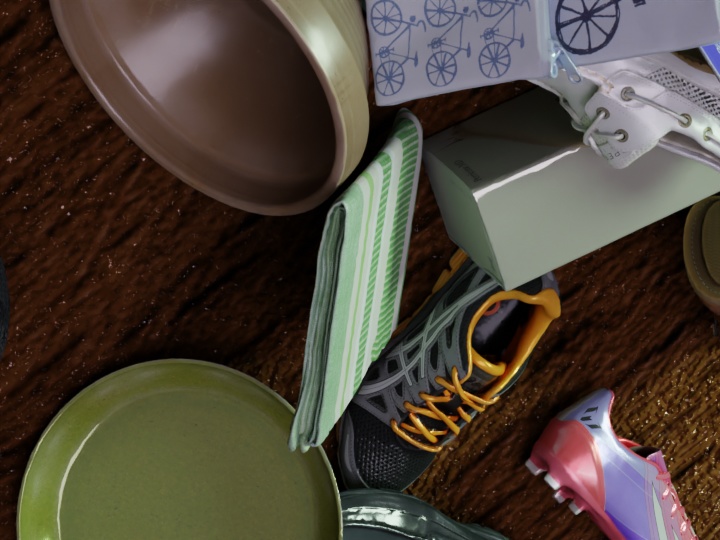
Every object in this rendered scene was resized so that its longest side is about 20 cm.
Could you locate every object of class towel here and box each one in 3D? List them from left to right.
[{"bbox_3d":[0.000,0.000,1.173,0.023,0.200,0.153,13,112,10],"label":"towel"}]

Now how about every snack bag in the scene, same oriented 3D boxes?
[{"bbox_3d":[0.091,-0.189,1.056,0.200,0.021,0.189,-6,85,22],"label":"snack bag"}]

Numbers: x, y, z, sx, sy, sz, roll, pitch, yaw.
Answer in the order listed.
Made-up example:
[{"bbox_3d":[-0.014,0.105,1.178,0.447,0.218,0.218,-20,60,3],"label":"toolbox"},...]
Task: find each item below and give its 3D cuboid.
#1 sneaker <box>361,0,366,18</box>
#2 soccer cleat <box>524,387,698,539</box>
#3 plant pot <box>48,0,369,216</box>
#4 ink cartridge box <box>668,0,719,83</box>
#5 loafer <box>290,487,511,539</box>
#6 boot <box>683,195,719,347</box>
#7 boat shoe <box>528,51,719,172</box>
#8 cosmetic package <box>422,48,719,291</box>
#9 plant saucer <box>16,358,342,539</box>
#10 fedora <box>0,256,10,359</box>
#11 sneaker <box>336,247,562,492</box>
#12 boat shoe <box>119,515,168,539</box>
[{"bbox_3d":[0.028,-0.217,1.153,0.140,0.078,0.200,-45,119,3],"label":"sneaker"},{"bbox_3d":[0.192,0.162,1.375,0.076,0.067,0.200,-45,116,-2],"label":"soccer cleat"},{"bbox_3d":[-0.066,-0.135,1.113,0.093,0.201,0.201,-50,123,-31],"label":"plant pot"},{"bbox_3d":[0.203,-0.171,1.125,0.043,0.198,0.200,-37,163,26],"label":"ink cartridge box"},{"bbox_3d":[0.040,0.190,1.303,0.200,0.070,0.068,23,123,-38],"label":"loafer"},{"bbox_3d":[0.238,0.016,1.269,0.077,0.200,0.156,3,122,10],"label":"boot"},{"bbox_3d":[0.151,-0.091,1.145,0.200,0.071,0.069,16,88,-11],"label":"boat shoe"},{"bbox_3d":[0.148,-0.074,1.240,0.200,0.104,0.073,-25,116,-10],"label":"cosmetic package"},{"bbox_3d":[-0.107,0.153,1.239,0.200,0.031,0.200,0,89,7],"label":"plant saucer"},{"bbox_3d":[-0.255,0.034,1.132,0.092,0.200,0.201,4,113,-53],"label":"fedora"},{"bbox_3d":[0.054,0.065,1.278,0.078,0.077,0.200,26,103,-28],"label":"sneaker"},{"bbox_3d":[-0.057,0.195,1.296,0.200,0.069,0.084,16,105,-22],"label":"boat shoe"}]
